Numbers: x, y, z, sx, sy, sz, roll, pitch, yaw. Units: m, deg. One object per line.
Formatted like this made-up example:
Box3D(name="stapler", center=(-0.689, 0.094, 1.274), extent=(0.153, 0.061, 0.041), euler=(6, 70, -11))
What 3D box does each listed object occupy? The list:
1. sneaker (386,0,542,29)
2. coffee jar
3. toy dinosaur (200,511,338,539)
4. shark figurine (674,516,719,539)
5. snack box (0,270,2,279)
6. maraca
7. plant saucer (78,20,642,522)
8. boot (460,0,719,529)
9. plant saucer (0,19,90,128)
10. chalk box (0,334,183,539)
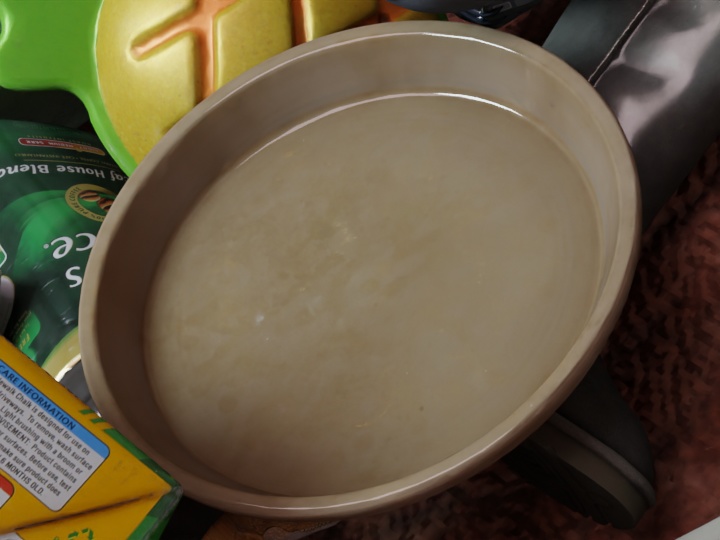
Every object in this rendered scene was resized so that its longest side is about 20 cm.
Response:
Box3D(name="sneaker", center=(0.051, -0.122, 0.847), extent=(0.074, 0.200, 0.081), euler=(42, 122, 10))
Box3D(name="coffee jar", center=(-0.102, 0.025, 0.878), extent=(0.200, 0.104, 0.085), euler=(52, 124, 44))
Box3D(name="toy dinosaur", center=(-0.079, 0.152, 0.769), extent=(0.060, 0.106, 0.200), euler=(23, 67, 46))
Box3D(name="shark figurine", center=(0.166, 0.026, 0.696), extent=(0.128, 0.089, 0.215), euler=(18, 74, 41))
Box3D(name="snack box", center=(-0.186, 0.095, 0.865), extent=(0.116, 0.037, 0.201), euler=(4, 90, 53))
Box3D(name="maraca", center=(-0.052, -0.088, 0.875), extent=(0.137, 0.200, 0.107), euler=(-62, 13, -8))
Box3D(name="plant saucer", center=(0.000, 0.000, 0.765), extent=(0.200, 0.029, 0.200), euler=(-11, 53, 15))
Box3D(name="boot", center=(0.096, -0.025, 0.805), extent=(0.200, 0.073, 0.182), euler=(-44, 46, -8))
Box3D(name="plant saucer", center=(-0.134, -0.093, 0.955), extent=(0.201, 0.201, 0.039), euler=(-38, 79, 9))
Box3D(name="chalk box", center=(-0.156, 0.109, 0.730), extent=(0.125, 0.200, 0.124), euler=(38, 60, 3))
